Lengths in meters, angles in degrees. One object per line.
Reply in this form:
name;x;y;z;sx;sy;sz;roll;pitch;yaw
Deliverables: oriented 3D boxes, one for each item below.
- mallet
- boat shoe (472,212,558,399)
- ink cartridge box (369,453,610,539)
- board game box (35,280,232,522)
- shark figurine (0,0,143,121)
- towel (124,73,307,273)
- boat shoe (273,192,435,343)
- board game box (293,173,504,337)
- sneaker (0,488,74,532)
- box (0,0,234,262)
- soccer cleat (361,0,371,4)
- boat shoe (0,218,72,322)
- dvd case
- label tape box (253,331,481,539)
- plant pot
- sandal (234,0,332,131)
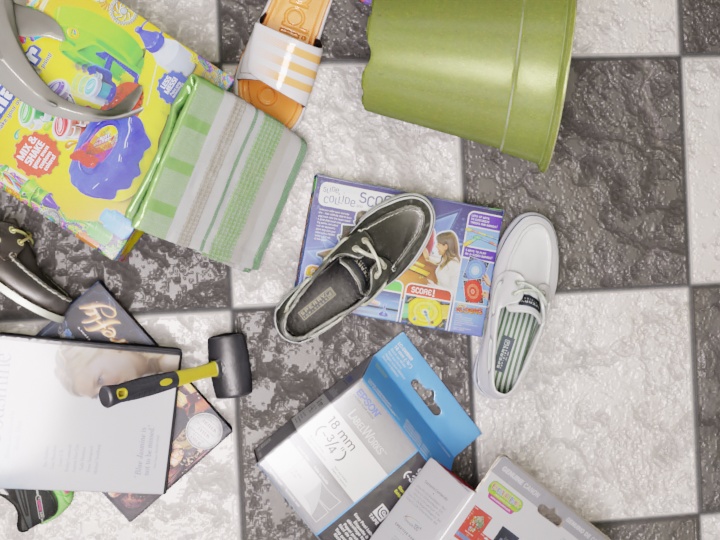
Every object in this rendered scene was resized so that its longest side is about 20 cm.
mallet;-0.168;0.111;0.997;0.041;0.200;0.066;-9;97;31
boat shoe;0.170;0.038;1.096;0.073;0.067;0.201;11;89;-9
ink cartridge box;0.125;0.280;1.048;0.200;0.084;0.176;41;84;-31
board game box;-0.242;0.129;1.050;0.135;0.035;0.200;-42;96;-6
shark figurine;-0.289;-0.184;0.896;0.128;0.090;0.215;-39;91;-4
towel;-0.130;-0.086;0.995;0.031;0.200;0.150;22;89;29
boat shoe;0.000;0.000;1.035;0.200;0.064;0.071;-44;96;-6
board game box;0.039;-0.014;1.091;0.199;0.034;0.136;11;88;-9
sneaker;-0.365;0.171;1.012;0.084;0.077;0.200;-45;95;-10
box;-0.254;-0.143;1.004;0.192;0.122;0.200;33;86;-6
soccer cleat;0.066;-0.352;1.082;0.076;0.067;0.200;29;83;-12
boat shoe;-0.351;-0.028;1.008;0.201;0.072;0.061;37;84;2
dvd case;-0.274;0.135;0.998;0.199;0.018;0.143;7;89;-21
label tape box;0.013;0.180;1.075;0.200;0.063;0.144;-39;96;-6
plant pot;0.101;-0.208;1.039;0.189;0.200;0.201;8;89;4
sandal;-0.073;-0.238;1.061;0.079;0.059;0.207;16;88;-8
